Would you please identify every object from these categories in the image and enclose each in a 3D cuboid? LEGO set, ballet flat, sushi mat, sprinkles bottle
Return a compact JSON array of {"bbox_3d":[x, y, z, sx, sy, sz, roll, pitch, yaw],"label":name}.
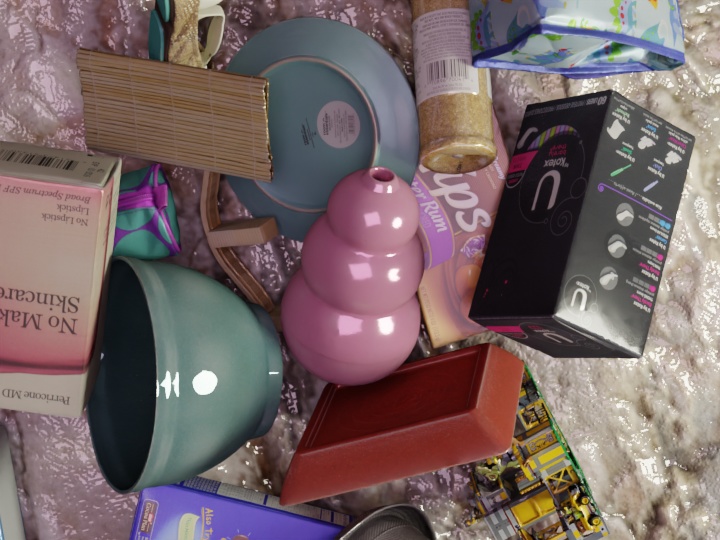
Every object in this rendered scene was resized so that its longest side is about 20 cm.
[{"bbox_3d":[0.130,0.182,1.427,0.115,0.200,0.155,-28,116,5],"label":"LEGO set"},{"bbox_3d":[-0.148,-0.226,1.386,0.065,0.200,0.071,-15,65,-14],"label":"ballet flat"},{"bbox_3d":[-0.162,-0.134,1.412,0.198,0.012,0.097,12,123,26],"label":"sushi mat"},{"bbox_3d":[0.077,-0.186,1.398,0.067,0.068,0.202,-3,73,1],"label":"sprinkles bottle"}]

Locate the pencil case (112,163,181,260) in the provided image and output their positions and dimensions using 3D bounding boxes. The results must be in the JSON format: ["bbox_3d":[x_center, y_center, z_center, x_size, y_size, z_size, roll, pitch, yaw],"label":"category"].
[{"bbox_3d":[-0.260,-0.038,1.441,0.198,0.093,0.086,-10,71,0],"label":"pencil case"}]

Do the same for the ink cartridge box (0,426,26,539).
[{"bbox_3d":[-0.413,0.233,1.476,0.198,0.085,0.146,-9,97,2],"label":"ink cartridge box"}]

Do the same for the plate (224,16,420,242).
[{"bbox_3d":[-0.044,-0.120,1.429,0.198,0.026,0.202,5,104,21],"label":"plate"}]

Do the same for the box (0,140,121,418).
[{"bbox_3d":[-0.275,0.005,1.352,0.126,0.109,0.202,7,107,-3],"label":"box"}]

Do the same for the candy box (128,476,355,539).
[{"bbox_3d":[-0.116,0.286,1.486,0.198,0.077,0.171,14,95,0],"label":"candy box"}]

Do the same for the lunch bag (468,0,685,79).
[{"bbox_3d":[0.188,-0.258,1.382,0.198,0.127,0.172,-1,82,-31],"label":"lunch bag"}]

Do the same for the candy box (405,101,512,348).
[{"bbox_3d":[0.089,-0.046,1.457,0.116,0.056,0.202,-17,97,2],"label":"candy box"}]

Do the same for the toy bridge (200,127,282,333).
[{"bbox_3d":[-0.106,-0.033,1.458,0.067,0.027,0.202,-4,112,34],"label":"toy bridge"}]

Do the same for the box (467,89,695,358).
[{"bbox_3d":[0.187,-0.036,1.383,0.105,0.122,0.202,23,75,-29],"label":"box"}]

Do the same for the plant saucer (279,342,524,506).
[{"bbox_3d":[0.035,0.121,1.386,0.198,0.200,0.037,-15,104,14],"label":"plant saucer"}]

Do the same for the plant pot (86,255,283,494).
[{"bbox_3d":[-0.149,0.088,1.420,0.133,0.200,0.203,0,97,-27],"label":"plant pot"}]

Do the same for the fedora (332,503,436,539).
[{"bbox_3d":[0.024,0.308,1.434,0.200,0.090,0.177,-51,136,-21],"label":"fedora"}]

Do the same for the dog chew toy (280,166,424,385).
[{"bbox_3d":[0.000,0.000,1.395,0.123,0.125,0.201,12,126,-1],"label":"dog chew toy"}]
